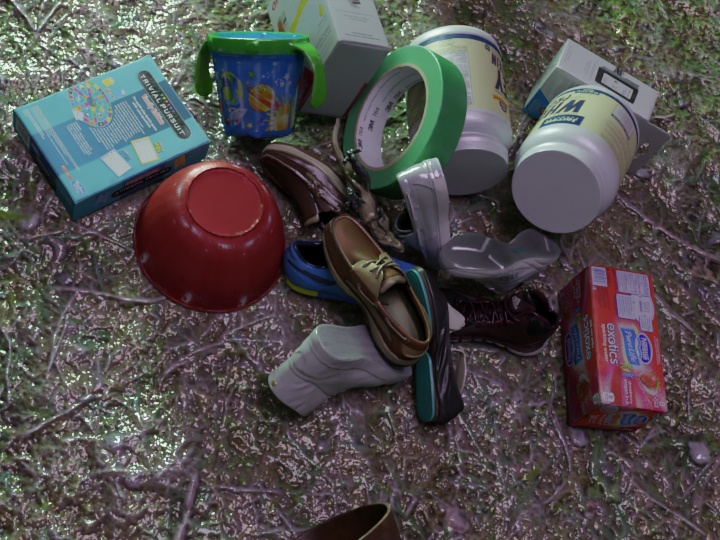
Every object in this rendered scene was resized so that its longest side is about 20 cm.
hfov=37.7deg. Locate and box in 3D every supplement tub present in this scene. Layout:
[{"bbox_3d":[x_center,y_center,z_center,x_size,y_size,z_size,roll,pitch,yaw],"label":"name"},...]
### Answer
[{"bbox_3d":[0.297,-0.154,1.465,0.145,0.145,0.200,37,41,2],"label":"supplement tub"},{"bbox_3d":[0.135,-0.223,1.478,0.144,0.145,0.202,4,64,-17],"label":"supplement tub"}]

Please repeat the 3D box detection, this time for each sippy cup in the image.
[{"bbox_3d":[-0.134,-0.245,1.394,0.138,0.178,0.132,-6,108,-23],"label":"sippy cup"}]

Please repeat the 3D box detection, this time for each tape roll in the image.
[{"bbox_3d":[0.056,-0.197,1.405,0.048,0.200,0.202,20,57,-36],"label":"tape roll"}]

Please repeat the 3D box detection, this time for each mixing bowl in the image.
[{"bbox_3d":[-0.178,-0.059,1.312,0.198,0.108,0.202,7,63,-15],"label":"mixing bowl"}]

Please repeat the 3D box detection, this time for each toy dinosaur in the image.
[{"bbox_3d":[-0.004,-0.109,1.342,0.047,0.088,0.201,-23,82,4],"label":"toy dinosaur"}]

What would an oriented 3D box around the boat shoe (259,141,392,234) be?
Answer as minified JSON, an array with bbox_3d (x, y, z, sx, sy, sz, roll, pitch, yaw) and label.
[{"bbox_3d":[-0.054,-0.089,1.388,0.201,0.075,0.075,33,60,-1],"label":"boat shoe"}]

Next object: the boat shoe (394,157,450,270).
[{"bbox_3d":[0.077,-0.064,1.360,0.068,0.200,0.073,-13,61,-3],"label":"boat shoe"}]

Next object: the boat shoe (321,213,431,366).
[{"bbox_3d":[0.028,0.017,1.278,0.075,0.074,0.201,-28,82,-32],"label":"boat shoe"}]

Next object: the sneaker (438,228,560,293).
[{"bbox_3d":[0.178,-0.003,1.398,0.199,0.081,0.071,-3,47,-37],"label":"sneaker"}]

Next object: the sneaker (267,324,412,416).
[{"bbox_3d":[-0.029,0.125,1.292,0.199,0.115,0.074,17,38,-52],"label":"sneaker"}]

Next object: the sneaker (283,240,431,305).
[{"bbox_3d":[0.000,0.000,1.344,0.198,0.079,0.066,9,56,-5],"label":"sneaker"}]

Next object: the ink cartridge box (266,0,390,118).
[{"bbox_3d":[-0.049,-0.336,1.455,0.083,0.145,0.201,2,57,-30],"label":"ink cartridge box"}]

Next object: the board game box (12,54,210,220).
[{"bbox_3d":[-0.318,-0.173,1.355,0.199,0.047,0.151,-29,77,-29],"label":"board game box"}]

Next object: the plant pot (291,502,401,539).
[{"bbox_3d":[-0.006,0.383,1.125,0.186,0.187,0.201,-27,90,-28],"label":"plant pot"}]

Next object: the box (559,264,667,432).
[{"bbox_3d":[0.334,0.105,1.411,0.099,0.096,0.202,8,62,-14],"label":"box"}]

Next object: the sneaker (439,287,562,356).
[{"bbox_3d":[0.171,0.046,1.373,0.198,0.116,0.076,12,61,-13],"label":"sneaker"}]

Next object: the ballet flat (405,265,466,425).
[{"bbox_3d":[0.097,0.092,1.333,0.068,0.068,0.202,-7,94,-29],"label":"ballet flat"}]

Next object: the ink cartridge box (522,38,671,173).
[{"bbox_3d":[0.361,-0.243,1.582,0.199,0.116,0.068,30,58,-4],"label":"ink cartridge box"}]
